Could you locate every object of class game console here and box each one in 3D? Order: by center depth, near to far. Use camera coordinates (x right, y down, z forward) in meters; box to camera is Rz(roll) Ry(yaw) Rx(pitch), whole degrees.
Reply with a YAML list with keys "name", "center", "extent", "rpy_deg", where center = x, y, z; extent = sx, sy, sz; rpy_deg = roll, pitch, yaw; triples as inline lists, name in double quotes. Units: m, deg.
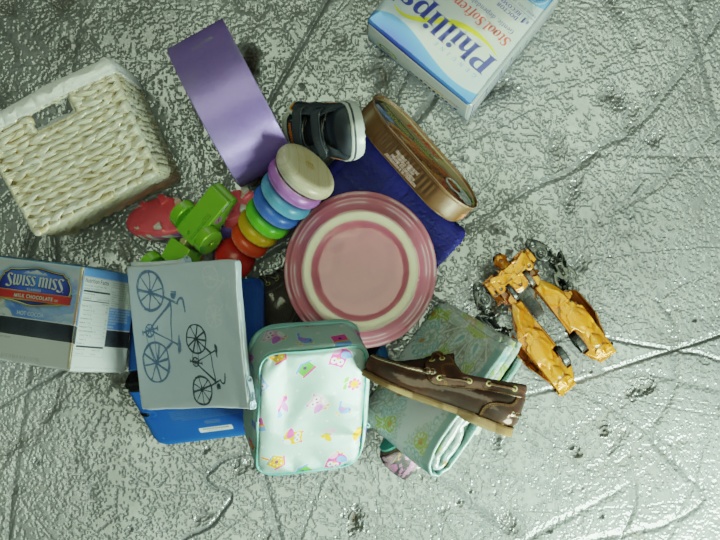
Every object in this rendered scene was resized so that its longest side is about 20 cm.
- name: "game console"
  center: [-0.201, 0.124, 1.536]
  extent: [0.197, 0.119, 0.172]
  rpy_deg: [-9, 126, 17]

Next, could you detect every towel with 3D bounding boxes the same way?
- name: "towel"
  center: [0.105, 0.148, 1.495]
  extent: [0.048, 0.171, 0.201]
  rpy_deg: [39, 86, -34]
- name: "towel"
  center: [0.029, -0.070, 1.538]
  extent: [0.200, 0.050, 0.148]
  rpy_deg: [46, 72, -1]

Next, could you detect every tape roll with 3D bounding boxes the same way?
- name: "tape roll"
  center: [-0.167, -0.216, 1.496]
  extent: [0.084, 0.200, 0.202]
  rpy_deg: [-27, 87, -1]

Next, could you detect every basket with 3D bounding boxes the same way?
- name: "basket"
  center: [-0.359, -0.153, 1.504]
  extent: [0.196, 0.200, 0.163]
  rpy_deg: [-26, 92, 0]

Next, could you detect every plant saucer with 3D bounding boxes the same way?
- name: "plant saucer"
  center: [0.000, 0.000, 1.472]
  extent: [0.197, 0.051, 0.204]
  rpy_deg: [0, 92, 1]

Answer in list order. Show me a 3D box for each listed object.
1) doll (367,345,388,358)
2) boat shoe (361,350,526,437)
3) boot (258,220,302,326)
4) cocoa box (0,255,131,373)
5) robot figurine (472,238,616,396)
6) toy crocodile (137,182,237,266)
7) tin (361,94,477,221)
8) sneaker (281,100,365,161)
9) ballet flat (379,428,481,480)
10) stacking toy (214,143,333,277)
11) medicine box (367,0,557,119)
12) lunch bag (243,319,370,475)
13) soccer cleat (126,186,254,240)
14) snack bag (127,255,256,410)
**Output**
- name: "doll"
  center: [-0.018, 0.123, 1.533]
  extent: [0.135, 0.048, 0.202]
  rpy_deg: [25, 98, -25]
- name: "boat shoe"
  center: [0.102, 0.133, 1.389]
  extent: [0.197, 0.070, 0.071]
  rpy_deg: [20, 94, 2]
- name: "boot"
  center: [-0.123, 0.015, 1.549]
  extent: [0.171, 0.069, 0.203]
  rpy_deg: [-10, 86, 2]
- name: "cocoa box"
  center: [-0.412, 0.054, 1.497]
  extent: [0.197, 0.133, 0.133]
  rpy_deg: [6, 87, 21]
- name: "robot figurine"
  center: [0.241, 0.059, 1.542]
  extent: [0.144, 0.058, 0.201]
  rpy_deg: [-38, 87, -1]
- name: "toy crocodile"
  center: [-0.228, -0.024, 1.494]
  extent: [0.067, 0.062, 0.201]
  rpy_deg: [38, 97, 23]
- name: "tin"
  center: [0.076, -0.148, 1.532]
  extent: [0.042, 0.112, 0.200]
  rpy_deg: [-43, 86, 26]
- name: "sneaker"
  center: [-0.051, -0.179, 1.489]
  extent: [0.078, 0.200, 0.080]
  rpy_deg: [-9, 101, -15]
- name: "ballet flat"
  center: [0.116, 0.206, 1.539]
  extent: [0.199, 0.069, 0.071]
  rpy_deg: [-39, 107, 4]
- name: "stacking toy"
  center: [-0.122, -0.067, 1.479]
  extent: [0.085, 0.085, 0.200]
  rpy_deg: [46, 120, 4]
- name: "medicine box"
  center: [0.137, -0.341, 1.544]
  extent: [0.182, 0.103, 0.201]
  rpy_deg: [39, 88, 3]
- name: "lunch bag"
  center: [-0.064, 0.160, 1.446]
  extent: [0.158, 0.077, 0.202]
  rpy_deg: [-6, 123, -18]
- name: "soccer cleat"
  center: [-0.220, -0.064, 1.561]
  extent: [0.197, 0.077, 0.067]
  rpy_deg: [-9, 53, 15]
- name: "snack bag"
  center: [-0.210, 0.077, 1.428]
  extent: [0.198, 0.021, 0.192]
  rpy_deg: [-5, 91, 36]
